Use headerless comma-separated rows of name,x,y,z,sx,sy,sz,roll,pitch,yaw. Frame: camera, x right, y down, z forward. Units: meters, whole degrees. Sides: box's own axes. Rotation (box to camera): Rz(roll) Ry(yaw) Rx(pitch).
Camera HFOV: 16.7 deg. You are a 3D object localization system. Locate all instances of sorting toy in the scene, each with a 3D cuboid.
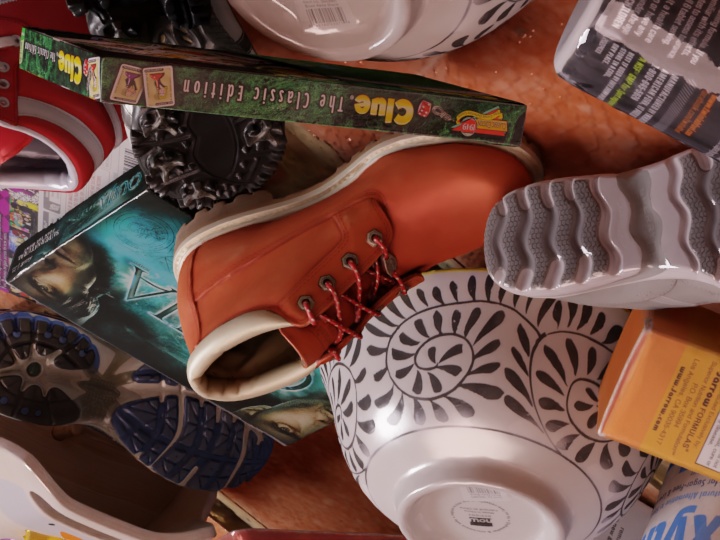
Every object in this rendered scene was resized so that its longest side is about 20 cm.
sorting toy,-0.169,0.131,1.430,0.200,0.107,0.180,25,168,-22

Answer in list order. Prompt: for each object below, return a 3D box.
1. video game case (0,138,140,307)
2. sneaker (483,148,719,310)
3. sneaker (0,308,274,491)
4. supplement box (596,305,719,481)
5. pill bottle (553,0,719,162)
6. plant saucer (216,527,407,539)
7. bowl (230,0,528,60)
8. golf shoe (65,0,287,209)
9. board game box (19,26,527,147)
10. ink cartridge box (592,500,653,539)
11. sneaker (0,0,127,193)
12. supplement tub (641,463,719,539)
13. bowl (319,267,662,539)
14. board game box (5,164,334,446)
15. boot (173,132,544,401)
video game case,-0.186,-0.055,1.332,0.181,0.036,0.200,20,145,6
sneaker,0.162,-0.020,1.144,0.200,0.075,0.082,0,171,27
sneaker,-0.141,0.065,1.440,0.200,0.077,0.085,25,-177,-25
supplement box,0.218,0.079,1.189,0.200,0.067,0.069,20,109,0
pill bottle,0.188,-0.080,0.993,0.200,0.106,0.106,28,146,-2
plant saucer,-0.030,0.203,1.482,0.200,0.037,0.200,5,156,-30
bowl,-0.006,-0.151,1.028,0.201,0.094,0.201,17,144,13
golf shoe,-0.089,-0.114,1.160,0.078,0.095,0.200,-18,140,0
board game box,-0.038,-0.080,1.071,0.200,0.023,0.105,5,-173,-27
ink cartridge box,0.188,0.231,1.420,0.200,0.084,0.146,30,146,-5
sneaker,-0.196,-0.116,1.191,0.200,0.113,0.071,32,147,-5
supplement tub,0.195,0.183,1.251,0.132,0.200,0.132,18,144,13
bowl,0.070,0.096,1.281,0.200,0.094,0.201,7,143,5
board game box,-0.073,0.021,1.324,0.200,0.028,0.135,32,140,-26
boot,0.000,0.000,1.193,0.200,0.107,0.075,-23,127,19
